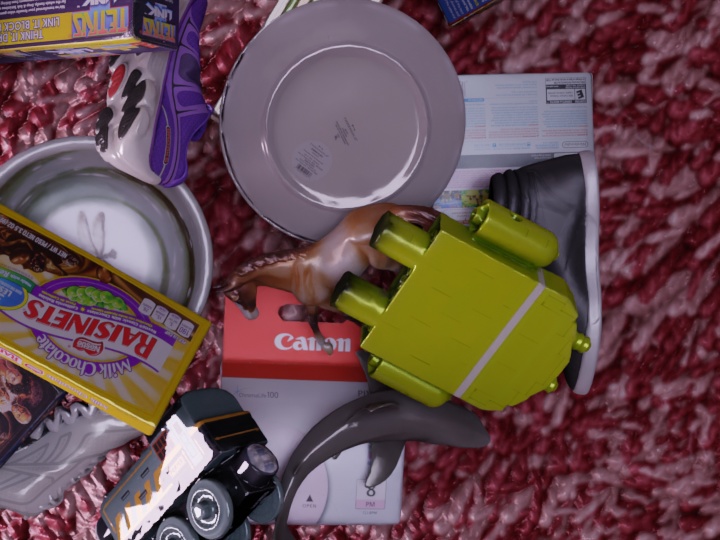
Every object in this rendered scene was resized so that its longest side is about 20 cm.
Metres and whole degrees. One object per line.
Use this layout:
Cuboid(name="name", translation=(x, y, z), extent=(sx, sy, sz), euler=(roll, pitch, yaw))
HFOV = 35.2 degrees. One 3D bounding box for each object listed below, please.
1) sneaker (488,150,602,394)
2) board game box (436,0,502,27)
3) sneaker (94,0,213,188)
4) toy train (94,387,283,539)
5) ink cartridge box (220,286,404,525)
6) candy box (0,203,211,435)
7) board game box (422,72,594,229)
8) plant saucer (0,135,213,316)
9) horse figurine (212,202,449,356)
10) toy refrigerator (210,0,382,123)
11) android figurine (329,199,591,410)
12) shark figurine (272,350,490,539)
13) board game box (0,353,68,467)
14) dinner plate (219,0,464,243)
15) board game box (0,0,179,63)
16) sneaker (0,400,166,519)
Cuboid(name="sneaker", translation=(0.146, 0.004, 0.935), extent=(0.099, 0.071, 0.200), euler=(-3, 97, 4))
Cuboid(name="board game box", translation=(0.131, -0.319, 0.954), extent=(0.200, 0.046, 0.152), euler=(-25, 96, 18))
Cuboid(name="sneaker", translation=(-0.157, -0.149, 0.922), extent=(0.083, 0.081, 0.200), euler=(36, 49, -37))
Cuboid(name="toy train", translation=(-0.143, 0.186, 0.914), extent=(0.200, 0.085, 0.114), euler=(-49, 64, 29))
Cuboid(name="ink cartridge box", translation=(-0.043, 0.116, 0.979), extent=(0.162, 0.057, 0.200), euler=(2, 96, -8))
Cuboid(name="candy box", translation=(-0.223, 0.034, 0.866), extent=(0.200, 0.026, 0.102), euler=(30, 60, -9))
Cuboid(name="board game box", translation=(0.128, -0.068, 0.991), extent=(0.147, 0.064, 0.200), euler=(-2, 91, -8))
Cuboid(name="plant saucer", translation=(-0.221, -0.008, 0.924), extent=(0.200, 0.050, 0.200), euler=(0, 91, -9))
Cuboid(name="horse figurine", translation=(0.000, 0.000, 0.915), extent=(0.200, 0.050, 0.133), euler=(-29, 123, 17))
Cuboid(name="toy refrigerator", translation=(-0.043, -0.197, 0.958), extent=(0.076, 0.070, 0.200), euler=(31, 88, -8))
Cuboid(name="android figurine", translation=(0.084, 0.034, 0.883), extent=(0.200, 0.041, 0.182), euler=(25, 117, -13))
Cuboid(name="shark figurine", translation=(-0.007, 0.140, 0.923), extent=(0.214, 0.090, 0.128), euler=(-31, 81, -17))
Cuboid(name="board game box", translation=(-0.338, 0.117, 0.879), extent=(0.135, 0.035, 0.200), euler=(42, 96, 0))
Cuboid(name="dinner plate", translation=(-0.012, -0.115, 0.911), extent=(0.200, 0.024, 0.200), euler=(-2, 105, -7))
Cuboid(name="board game box", translation=(-0.231, -0.251, 0.882), extent=(0.200, 0.057, 0.166), euler=(3, 93, 30))
Cuboid(name="sneaker", translation=(-0.251, 0.155, 0.930), extent=(0.200, 0.075, 0.081), euler=(-17, 79, -1))
